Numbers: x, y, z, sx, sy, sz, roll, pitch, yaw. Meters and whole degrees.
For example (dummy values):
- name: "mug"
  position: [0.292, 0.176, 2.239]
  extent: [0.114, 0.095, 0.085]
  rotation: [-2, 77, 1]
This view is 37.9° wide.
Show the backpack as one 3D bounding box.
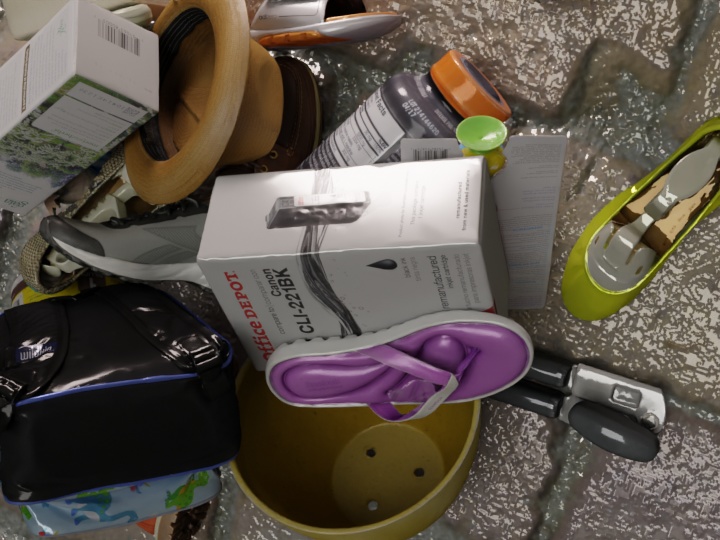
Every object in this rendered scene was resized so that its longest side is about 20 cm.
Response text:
- name: "backpack"
  position: [-0.199, 0.099, 0.789]
  extent: [0.200, 0.183, 0.147]
  rotation: [-144, 49, -57]

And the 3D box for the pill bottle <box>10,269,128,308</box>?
- name: "pill bottle"
  position: [-0.250, 0.095, 0.942]
  extent: [0.109, 0.109, 0.200]
  rotation: [-25, 63, 21]

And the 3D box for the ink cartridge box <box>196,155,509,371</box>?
- name: "ink cartridge box"
  position: [0.000, 0.000, 0.764]
  extent: [0.200, 0.144, 0.084]
  rotation: [-3, 51, 15]

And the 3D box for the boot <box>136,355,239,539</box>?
- name: "boot"
  position: [-0.182, 0.151, 0.976]
  extent: [0.107, 0.075, 0.200]
  rotation: [26, 105, 22]

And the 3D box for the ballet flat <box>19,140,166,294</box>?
- name: "ballet flat"
  position: [-0.207, -0.052, 0.896]
  extent: [0.200, 0.075, 0.068]
  rotation: [-46, 121, -6]

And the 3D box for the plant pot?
- name: "plant pot"
  position: [0.008, 0.140, 0.847]
  extent: [0.200, 0.142, 0.200]
  rotation: [-8, 55, 11]

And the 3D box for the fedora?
- name: "fedora"
  position: [-0.117, -0.138, 0.835]
  extent: [0.201, 0.082, 0.201]
  rotation: [-24, 59, 48]

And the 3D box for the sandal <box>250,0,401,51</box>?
- name: "sandal"
  position: [-0.069, -0.218, 0.891]
  extent: [0.207, 0.079, 0.059]
  rotation: [-2, 97, 23]

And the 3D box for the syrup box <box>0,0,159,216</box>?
- name: "syrup box"
  position: [-0.255, -0.127, 0.855]
  extent: [0.200, 0.079, 0.081]
  rotation: [-27, 57, 36]

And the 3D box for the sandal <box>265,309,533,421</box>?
- name: "sandal"
  position: [0.025, 0.080, 0.745]
  extent: [0.203, 0.050, 0.082]
  rotation: [-11, 129, 24]

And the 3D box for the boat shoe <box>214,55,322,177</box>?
- name: "boat shoe"
  position: [-0.087, -0.089, 0.916]
  extent: [0.072, 0.068, 0.200]
  rotation: [20, 102, 18]

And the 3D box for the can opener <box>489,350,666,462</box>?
- name: "can opener"
  position: [0.149, 0.094, 0.848]
  extent: [0.200, 0.066, 0.053]
  rotation: [18, 103, 23]

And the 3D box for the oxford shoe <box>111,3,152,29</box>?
- name: "oxford shoe"
  position: [-0.228, -0.182, 0.928]
  extent: [0.200, 0.075, 0.058]
  rotation: [-19, 93, 56]

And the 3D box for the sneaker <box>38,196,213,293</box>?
- name: "sneaker"
  position: [-0.158, -0.027, 0.850]
  extent: [0.074, 0.200, 0.079]
  rotation: [23, 104, 62]

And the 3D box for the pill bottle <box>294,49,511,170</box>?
- name: "pill bottle"
  position: [0.027, -0.086, 0.852]
  extent: [0.200, 0.106, 0.106]
  rotation: [-41, 80, 20]

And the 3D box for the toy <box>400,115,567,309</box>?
- name: "toy"
  position: [0.090, -0.042, 0.806]
  extent: [0.115, 0.200, 0.047]
  rotation: [-1, 54, 3]

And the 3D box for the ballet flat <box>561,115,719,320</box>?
- name: "ballet flat"
  position: [0.221, -0.039, 0.802]
  extent: [0.067, 0.067, 0.200]
  rotation: [44, 109, 11]

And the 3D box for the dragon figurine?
- name: "dragon figurine"
  position: [-0.266, -0.088, 0.989]
  extent: [0.200, 0.099, 0.059]
  rotation: [25, 102, 35]

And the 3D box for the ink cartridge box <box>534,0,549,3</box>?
- name: "ink cartridge box"
  position: [0.164, -0.322, 0.788]
  extent: [0.146, 0.084, 0.200]
  rotation: [-17, 89, 22]

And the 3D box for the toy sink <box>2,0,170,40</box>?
- name: "toy sink"
  position: [-0.250, -0.317, 0.935]
  extent: [0.130, 0.112, 0.200]
  rotation: [-11, 96, 22]
